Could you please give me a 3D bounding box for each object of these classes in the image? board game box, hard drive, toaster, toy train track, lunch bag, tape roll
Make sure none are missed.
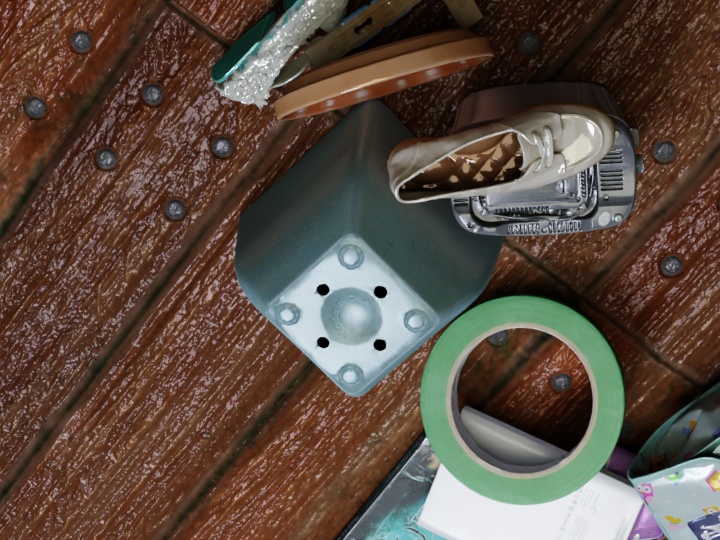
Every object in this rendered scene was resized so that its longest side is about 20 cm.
[{"bbox_3d":[0.067,0.273,1.676,0.135,0.028,0.201,33,113,-9],"label":"board game box"},{"bbox_3d":[0.170,0.237,1.591,0.198,0.027,0.133,24,104,10],"label":"hard drive"},{"bbox_3d":[0.154,-0.103,1.437,0.198,0.129,0.115,-4,114,8],"label":"toaster"},{"bbox_3d":[0.034,-0.245,1.411,0.199,0.033,0.115,-35,114,-4],"label":"toy train track"},{"bbox_3d":[0.376,0.203,1.538,0.199,0.122,0.171,-38,106,-1],"label":"lunch bag"},{"bbox_3d":[0.158,0.124,1.545,0.198,0.048,0.203,0,92,12],"label":"tape roll"}]

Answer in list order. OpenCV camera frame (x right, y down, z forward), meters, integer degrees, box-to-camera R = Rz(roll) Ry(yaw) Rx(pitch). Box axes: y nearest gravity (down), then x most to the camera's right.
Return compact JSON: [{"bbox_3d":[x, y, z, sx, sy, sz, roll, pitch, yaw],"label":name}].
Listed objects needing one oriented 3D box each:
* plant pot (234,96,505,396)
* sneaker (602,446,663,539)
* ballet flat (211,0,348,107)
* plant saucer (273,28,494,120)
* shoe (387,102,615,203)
[{"bbox_3d":[0.000,0.000,1.463,0.195,0.200,0.196,-41,104,22],"label":"plant pot"},{"bbox_3d":[0.249,0.279,1.637,0.113,0.073,0.202,22,115,-8],"label":"sneaker"},{"bbox_3d":[-0.055,-0.224,1.445,0.072,0.072,0.200,41,118,-13],"label":"ballet flat"},{"bbox_3d":[0.018,-0.173,1.387,0.198,0.200,0.033,-16,92,13],"label":"plant saucer"},{"bbox_3d":[0.119,-0.092,1.344,0.198,0.054,0.071,-12,113,11],"label":"shoe"}]
